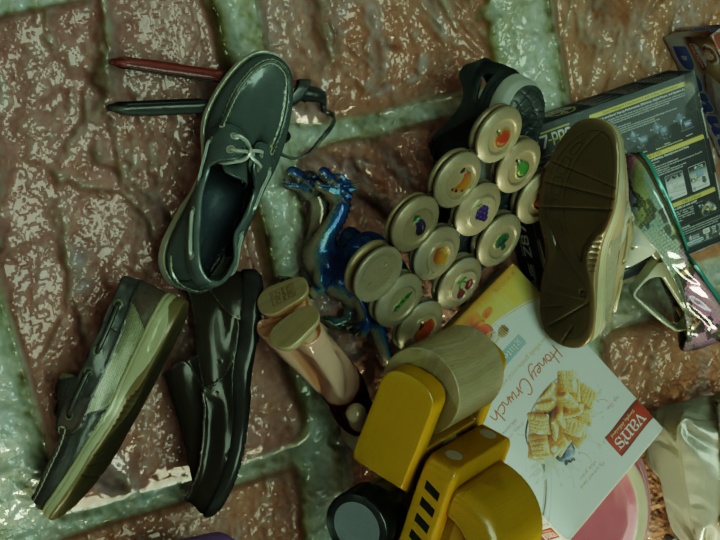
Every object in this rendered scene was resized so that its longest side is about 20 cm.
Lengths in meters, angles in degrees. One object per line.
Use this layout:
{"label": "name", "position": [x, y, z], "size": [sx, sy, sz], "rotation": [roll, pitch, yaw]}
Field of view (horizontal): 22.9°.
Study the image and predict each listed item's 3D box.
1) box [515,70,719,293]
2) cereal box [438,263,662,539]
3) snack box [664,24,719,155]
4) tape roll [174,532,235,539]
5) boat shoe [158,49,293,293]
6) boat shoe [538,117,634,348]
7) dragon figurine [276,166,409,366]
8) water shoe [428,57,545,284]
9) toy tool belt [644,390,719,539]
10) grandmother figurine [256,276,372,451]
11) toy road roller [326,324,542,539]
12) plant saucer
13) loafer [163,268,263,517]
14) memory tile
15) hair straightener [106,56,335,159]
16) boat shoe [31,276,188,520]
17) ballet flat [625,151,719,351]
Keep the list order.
{"label": "box", "position": [0.223, -0.074, 1.574], "size": [0.200, 0.049, 0.161], "rotation": [-21, 106, -22]}
{"label": "cereal box", "position": [0.147, 0.114, 1.520], "size": [0.200, 0.040, 0.144], "rotation": [46, 65, -4]}
{"label": "snack box", "position": [0.345, -0.131, 1.614], "size": [0.024, 0.072, 0.200], "rotation": [-35, 109, -18]}
{"label": "tape roll", "position": [-0.121, 0.304, 1.357], "size": [0.066, 0.200, 0.200], "rotation": [-7, 98, -26]}
{"label": "boat shoe", "position": [-0.093, -0.076, 1.374], "size": [0.073, 0.062, 0.200], "rotation": [25, 83, -28]}
{"label": "boat shoe", "position": [0.195, -0.035, 1.489], "size": [0.065, 0.072, 0.200], "rotation": [-25, 124, -49]}
{"label": "dragon figurine", "position": [0.000, 0.000, 1.466], "size": [0.200, 0.059, 0.099], "rotation": [44, 76, -23]}
{"label": "water shoe", "position": [0.094, -0.082, 1.503], "size": [0.071, 0.079, 0.200], "rotation": [-3, 122, -45]}
{"label": "toy tool belt", "position": [0.343, 0.199, 1.619], "size": [0.123, 0.125, 0.200], "rotation": [-18, 103, -15]}
{"label": "grandmother figurine", "position": [-0.020, 0.089, 1.438], "size": [0.061, 0.121, 0.200], "rotation": [-22, 133, 10]}
{"label": "toy road roller", "position": [0.078, 0.159, 1.401], "size": [0.123, 0.146, 0.200], "rotation": [-22, 135, -56]}
{"label": "plant saucer", "position": [0.180, 0.219, 1.579], "size": [0.200, 0.051, 0.201], "rotation": [-2, 95, -25]}
{"label": "loafer", "position": [-0.123, 0.095, 1.417], "size": [0.071, 0.073, 0.200], "rotation": [8, 83, -5]}
{"label": "memory tile", "position": [0.078, -0.032, 1.444], "size": [0.200, 0.017, 0.153], "rotation": [-47, 143, -7]}
{"label": "hair straightener", "position": [-0.108, -0.123, 1.419], "size": [0.200, 0.041, 0.077], "rotation": [3, 97, -31]}
{"label": "boat shoe", "position": [-0.204, 0.097, 1.376], "size": [0.065, 0.073, 0.200], "rotation": [31, 92, 7]}
{"label": "ballet flat", "position": [0.260, -0.007, 1.544], "size": [0.071, 0.069, 0.200], "rotation": [-32, 114, 2]}
